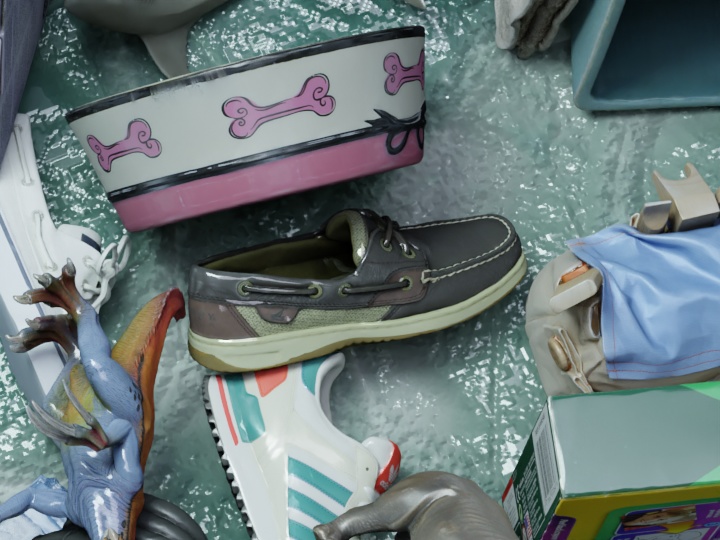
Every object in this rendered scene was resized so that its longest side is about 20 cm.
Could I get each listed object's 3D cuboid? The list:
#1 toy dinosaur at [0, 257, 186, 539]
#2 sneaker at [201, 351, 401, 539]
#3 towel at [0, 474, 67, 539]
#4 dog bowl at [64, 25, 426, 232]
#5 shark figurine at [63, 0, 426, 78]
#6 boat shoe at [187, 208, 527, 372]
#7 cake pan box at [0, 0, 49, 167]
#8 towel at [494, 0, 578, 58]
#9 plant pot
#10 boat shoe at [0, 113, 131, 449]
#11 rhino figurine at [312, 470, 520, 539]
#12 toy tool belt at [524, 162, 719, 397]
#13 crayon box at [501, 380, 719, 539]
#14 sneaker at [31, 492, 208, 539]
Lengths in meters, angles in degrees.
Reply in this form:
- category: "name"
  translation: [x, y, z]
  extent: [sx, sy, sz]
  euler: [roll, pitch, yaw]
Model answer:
- category: "toy dinosaur"
  translation: [-0.121, 0.087, 1.487]
  extent: [0.200, 0.105, 0.182]
  euler: [-13, 65, -34]
- category: "sneaker"
  translation: [-0.014, 0.133, 1.589]
  extent: [0.093, 0.070, 0.200]
  euler: [-20, 71, -5]
- category: "towel"
  translation: [-0.196, 0.211, 1.562]
  extent: [0.112, 0.049, 0.200]
  euler: [41, 72, 10]
- category: "dog bowl"
  translation: [-0.054, -0.074, 1.602]
  extent: [0.200, 0.200, 0.074]
  euler: [-14, 92, -9]
- category: "shark figurine"
  translation: [-0.083, -0.151, 1.696]
  extent: [0.214, 0.128, 0.090]
  euler: [-14, 97, -27]
- category: "boat shoe"
  translation: [-0.001, 0.000, 1.620]
  extent: [0.201, 0.066, 0.072]
  euler: [-16, 32, -19]
- category: "cake pan box"
  translation: [-0.194, -0.179, 1.595]
  extent: [0.052, 0.200, 0.184]
  euler: [9, 52, -1]
- category: "towel"
  translation: [0.106, -0.208, 1.651]
  extent: [0.034, 0.200, 0.133]
  euler: [5, 71, -9]
- category: "plant pot"
  translation: [0.216, -0.225, 1.671]
  extent: [0.196, 0.196, 0.200]
  euler: [-3, 65, -9]
- category: "boat shoe"
  translation: [-0.164, -0.001, 1.631]
  extent: [0.086, 0.075, 0.202]
  euler: [-19, 63, -13]
- category: "rhino figurine"
  translation: [0.064, 0.170, 1.495]
  extent: [0.087, 0.060, 0.200]
  euler: [-35, 45, -12]
- category: "toy tool belt"
  translation: [0.189, 0.005, 1.622]
  extent: [0.200, 0.123, 0.125]
  euler: [-18, 73, -10]
- category: "crayon box"
  translation: [0.172, 0.109, 1.543]
  extent: [0.172, 0.200, 0.058]
  euler: [-6, 72, -6]
- category: "sneaker"
  translation: [-0.167, 0.156, 1.529]
  extent: [0.200, 0.071, 0.099]
  euler: [7, 39, 18]
